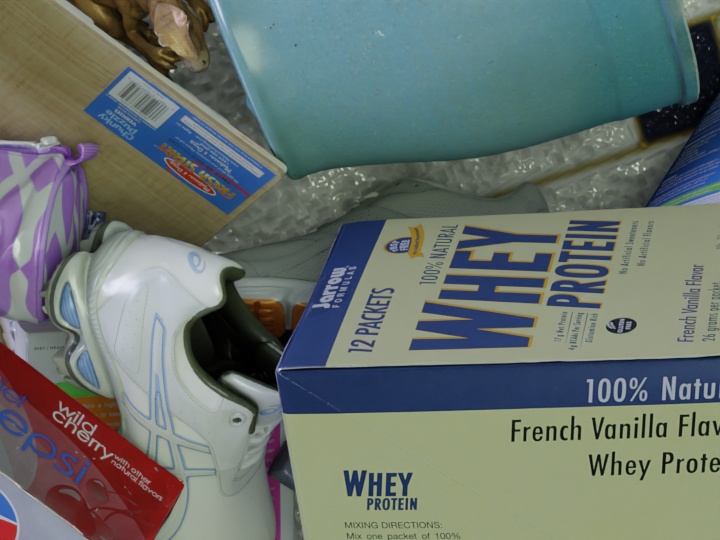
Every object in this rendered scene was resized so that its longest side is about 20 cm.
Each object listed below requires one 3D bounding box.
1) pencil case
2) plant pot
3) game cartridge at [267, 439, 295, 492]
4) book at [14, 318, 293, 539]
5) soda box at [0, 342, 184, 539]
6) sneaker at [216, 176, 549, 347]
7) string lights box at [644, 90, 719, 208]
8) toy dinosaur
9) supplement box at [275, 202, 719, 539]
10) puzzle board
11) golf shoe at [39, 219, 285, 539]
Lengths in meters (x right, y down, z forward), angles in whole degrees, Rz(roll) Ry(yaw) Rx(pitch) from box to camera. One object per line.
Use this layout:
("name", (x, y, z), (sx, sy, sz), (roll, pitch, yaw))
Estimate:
("pencil case", (-0.217, -0.035, 1.102), (0.200, 0.084, 0.086), (11, 105, 2))
("plant pot", (0.028, -0.135, 1.111), (0.188, 0.200, 0.200), (-22, 102, 3))
("game cartridge", (0.067, 0.098, 1.206), (0.200, 0.038, 0.130), (32, 69, -14))
("book", (-0.097, 0.122, 1.190), (0.133, 0.048, 0.200), (-1, 99, -15))
("soda box", (-0.178, 0.067, 1.058), (0.200, 0.070, 0.063), (39, 124, -7))
("sneaker", (0.000, 0.000, 1.159), (0.200, 0.076, 0.092), (-1, 54, -5))
("string lights box", (0.194, -0.048, 1.154), (0.059, 0.103, 0.200), (42, 63, -13))
("toy dinosaur", (-0.127, -0.137, 1.126), (0.106, 0.200, 0.061), (24, 87, -54))
("supplement box", (0.086, 0.092, 1.048), (0.200, 0.134, 0.200), (-3, 117, 13))
("puzzle board", (-0.146, -0.074, 1.112), (0.200, 0.151, 0.017), (36, 53, -14))
("golf shoe", (-0.065, 0.069, 1.099), (0.078, 0.097, 0.200), (-58, 139, -38))
